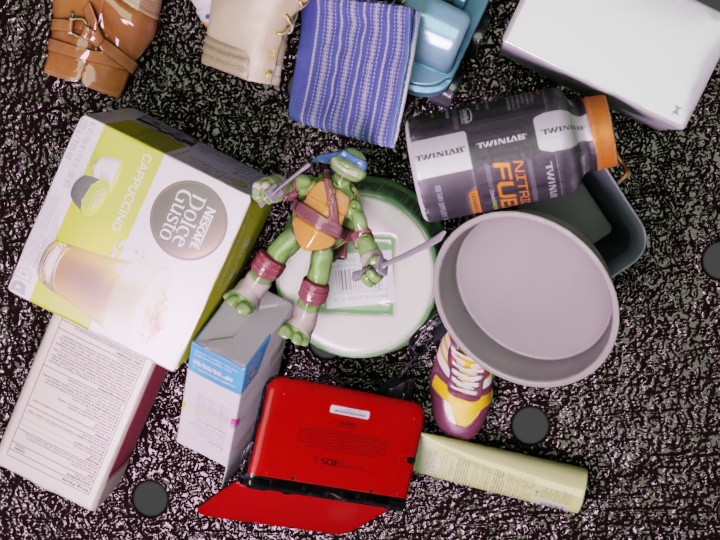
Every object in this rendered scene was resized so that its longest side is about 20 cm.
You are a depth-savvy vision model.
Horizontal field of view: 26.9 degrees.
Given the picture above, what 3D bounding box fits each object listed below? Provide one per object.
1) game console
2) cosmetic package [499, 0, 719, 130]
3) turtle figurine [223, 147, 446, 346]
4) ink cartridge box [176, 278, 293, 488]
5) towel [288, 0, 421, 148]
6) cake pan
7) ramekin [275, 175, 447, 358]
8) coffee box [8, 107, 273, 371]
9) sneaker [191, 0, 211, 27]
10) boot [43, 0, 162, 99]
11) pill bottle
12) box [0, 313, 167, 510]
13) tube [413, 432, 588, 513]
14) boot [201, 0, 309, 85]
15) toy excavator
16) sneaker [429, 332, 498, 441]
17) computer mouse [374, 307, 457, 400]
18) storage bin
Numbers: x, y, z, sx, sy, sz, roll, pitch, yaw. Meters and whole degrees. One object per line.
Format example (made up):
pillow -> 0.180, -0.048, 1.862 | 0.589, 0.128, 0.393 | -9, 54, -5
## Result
game console -> -0.054, 0.204, 1.625 | 0.198, 0.118, 0.174 | 13, 89, -31
cosmetic package -> 0.255, -0.238, 1.534 | 0.198, 0.200, 0.124 | 26, 98, 1
turtle figurine -> -0.051, -0.024, 1.485 | 0.143, 0.200, 0.195 | 19, 108, -33
ink cartridge box -> -0.138, 0.125, 1.615 | 0.067, 0.115, 0.201 | 24, 133, 11
towel -> -0.013, -0.215, 1.581 | 0.024, 0.199, 0.146 | 4, 101, -36
cake pan -> 0.170, 0.024, 1.520 | 0.198, 0.037, 0.202 | 14, 124, 22
ramekin -> 0.000, 0.000, 1.634 | 0.198, 0.098, 0.203 | 1, 96, 5
coffee box -> -0.221, -0.039, 1.598 | 0.196, 0.200, 0.201 | 26, 99, 2
sneaker -> -0.103, -0.344, 1.618 | 0.199, 0.075, 0.089 | -32, 92, 7
boot -> -0.319, -0.291, 1.652 | 0.198, 0.077, 0.157 | 22, 102, -5
pill bottle -> 0.149, -0.118, 1.470 | 0.198, 0.106, 0.107 | -12, 95, 7
box -> -0.299, 0.139, 1.665 | 0.127, 0.109, 0.202 | 25, 102, 3
tube -> 0.151, 0.221, 1.668 | 0.198, 0.052, 0.059 | 12, 99, 3
boot -> -0.069, -0.268, 1.556 | 0.198, 0.073, 0.157 | 10, 107, 9
toy excavator -> 0.090, -0.281, 1.547 | 0.099, 0.200, 0.196 | 25, 84, 2
sneaker -> 0.116, 0.092, 1.638 | 0.074, 0.090, 0.202 | 7, 96, 4
computer mouse -> 0.056, 0.115, 1.631 | 0.034, 0.058, 0.201 | 50, 130, 25
storage bin -> 0.208, -0.085, 1.588 | 0.145, 0.134, 0.201 | -34, 93, 8
